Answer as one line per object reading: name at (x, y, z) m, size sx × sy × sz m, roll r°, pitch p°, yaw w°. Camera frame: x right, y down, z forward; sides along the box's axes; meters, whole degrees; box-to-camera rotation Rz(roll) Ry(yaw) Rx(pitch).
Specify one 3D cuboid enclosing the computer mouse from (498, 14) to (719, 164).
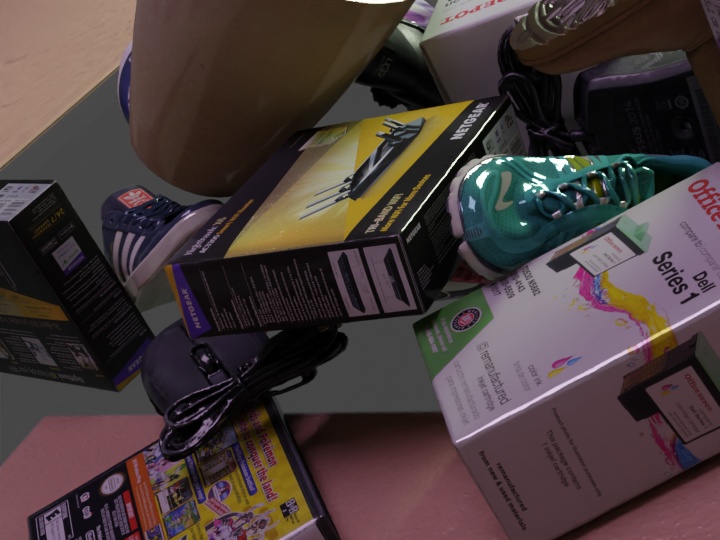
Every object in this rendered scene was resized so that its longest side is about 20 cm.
computer mouse at (0.192, -0.105, 1.170) m, size 0.199 × 0.139 × 0.053 m, roll -1°, pitch 29°, yaw 30°

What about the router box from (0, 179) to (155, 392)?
router box at (-0.256, 0.009, 1.400) m, size 0.200 × 0.158 × 0.052 m, roll 4°, pitch 41°, yaw 50°

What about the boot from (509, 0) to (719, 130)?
boot at (0.203, -0.095, 1.047) m, size 0.175 × 0.200 × 0.066 m, roll -29°, pitch 25°, yaw 8°

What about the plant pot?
plant pot at (-0.079, -0.155, 1.259) m, size 0.188 × 0.187 × 0.200 m, roll -75°, pitch 11°, yaw -57°

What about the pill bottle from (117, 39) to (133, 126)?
pill bottle at (-0.149, -0.155, 1.634) m, size 0.119 × 0.120 × 0.200 m, roll -33°, pitch 24°, yaw -7°

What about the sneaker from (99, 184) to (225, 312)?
sneaker at (-0.150, -0.030, 1.352) m, size 0.075 × 0.085 × 0.200 m, roll -20°, pitch -8°, yaw -27°

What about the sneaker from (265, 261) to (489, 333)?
sneaker at (0.000, 0.000, 1.250) m, size 0.199 × 0.075 × 0.081 m, roll -1°, pitch 41°, yaw 26°

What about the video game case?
video game case at (-0.114, 0.157, 1.125) m, size 0.180 × 0.026 × 0.200 m, roll -31°, pitch 24°, yaw -1°

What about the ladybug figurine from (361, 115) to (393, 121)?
ladybug figurine at (-0.020, -0.050, 1.355) m, size 0.199 × 0.072 × 0.136 m, roll -32°, pitch 25°, yaw -4°

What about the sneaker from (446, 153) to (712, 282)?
sneaker at (0.130, -0.043, 1.082) m, size 0.199 × 0.078 × 0.080 m, roll -11°, pitch -8°, yaw -41°

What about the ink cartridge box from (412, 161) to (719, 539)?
ink cartridge box at (0.142, 0.042, 0.991) m, size 0.199 × 0.084 × 0.145 m, roll -28°, pitch 24°, yaw 5°

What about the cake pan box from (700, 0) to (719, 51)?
cake pan box at (0.260, -0.064, 0.928) m, size 0.052 × 0.201 × 0.184 m, roll -32°, pitch 27°, yaw -12°

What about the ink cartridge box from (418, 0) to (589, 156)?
ink cartridge box at (0.149, -0.166, 1.304) m, size 0.145 × 0.145 × 0.200 m, roll -17°, pitch 29°, yaw 25°

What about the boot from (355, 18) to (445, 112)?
boot at (0.008, -0.175, 1.415) m, size 0.077 × 0.168 × 0.200 m, roll -56°, pitch 42°, yaw 12°

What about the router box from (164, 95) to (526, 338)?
router box at (-0.003, -0.035, 1.127) m, size 0.157 × 0.052 × 0.200 m, roll -8°, pitch 24°, yaw 27°

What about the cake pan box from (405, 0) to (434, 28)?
cake pan box at (-0.033, -0.215, 1.569) m, size 0.183 × 0.053 × 0.200 m, roll 6°, pitch 19°, yaw -19°

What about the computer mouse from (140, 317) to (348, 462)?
computer mouse at (-0.096, 0.057, 1.212) m, size 0.138 × 0.053 × 0.200 m, roll -34°, pitch 12°, yaw -13°
